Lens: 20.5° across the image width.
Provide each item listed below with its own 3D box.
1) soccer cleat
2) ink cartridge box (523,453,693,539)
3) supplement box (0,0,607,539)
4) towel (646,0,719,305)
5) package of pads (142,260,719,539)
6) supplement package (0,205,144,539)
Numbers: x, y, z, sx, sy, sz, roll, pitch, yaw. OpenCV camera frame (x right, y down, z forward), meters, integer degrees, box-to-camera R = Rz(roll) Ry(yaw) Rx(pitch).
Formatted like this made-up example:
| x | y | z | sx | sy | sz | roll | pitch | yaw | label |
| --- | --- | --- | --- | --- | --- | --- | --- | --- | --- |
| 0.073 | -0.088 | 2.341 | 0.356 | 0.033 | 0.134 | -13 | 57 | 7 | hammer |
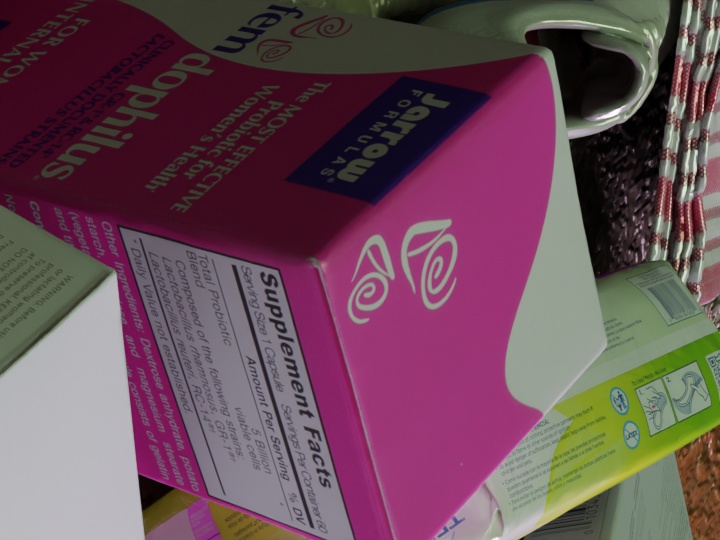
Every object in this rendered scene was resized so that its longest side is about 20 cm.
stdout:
| x | y | z | sx | sy | sz | roll | pitch | yaw | label |
| --- | --- | --- | --- | --- | --- | --- | --- | --- | --- |
| 0.095 | -0.085 | 0.809 | 0.200 | 0.086 | 0.070 | -24 | 121 | -47 | soccer cleat |
| 0.123 | 0.153 | 0.881 | 0.200 | 0.041 | 0.200 | -64 | 140 | -63 | ink cartridge box |
| -0.046 | -0.010 | 0.550 | 0.101 | 0.200 | 0.103 | -44 | 135 | -36 | supplement box |
| 0.164 | -0.071 | 0.916 | 0.146 | 0.030 | 0.200 | -36 | 134 | -70 | towel |
| 0.011 | 0.075 | 0.674 | 0.154 | 0.200 | 0.068 | -18 | 77 | -48 | package of pads |
| -0.142 | 0.088 | 0.493 | 0.156 | 0.111 | 0.200 | -45 | 152 | -34 | supplement package |
